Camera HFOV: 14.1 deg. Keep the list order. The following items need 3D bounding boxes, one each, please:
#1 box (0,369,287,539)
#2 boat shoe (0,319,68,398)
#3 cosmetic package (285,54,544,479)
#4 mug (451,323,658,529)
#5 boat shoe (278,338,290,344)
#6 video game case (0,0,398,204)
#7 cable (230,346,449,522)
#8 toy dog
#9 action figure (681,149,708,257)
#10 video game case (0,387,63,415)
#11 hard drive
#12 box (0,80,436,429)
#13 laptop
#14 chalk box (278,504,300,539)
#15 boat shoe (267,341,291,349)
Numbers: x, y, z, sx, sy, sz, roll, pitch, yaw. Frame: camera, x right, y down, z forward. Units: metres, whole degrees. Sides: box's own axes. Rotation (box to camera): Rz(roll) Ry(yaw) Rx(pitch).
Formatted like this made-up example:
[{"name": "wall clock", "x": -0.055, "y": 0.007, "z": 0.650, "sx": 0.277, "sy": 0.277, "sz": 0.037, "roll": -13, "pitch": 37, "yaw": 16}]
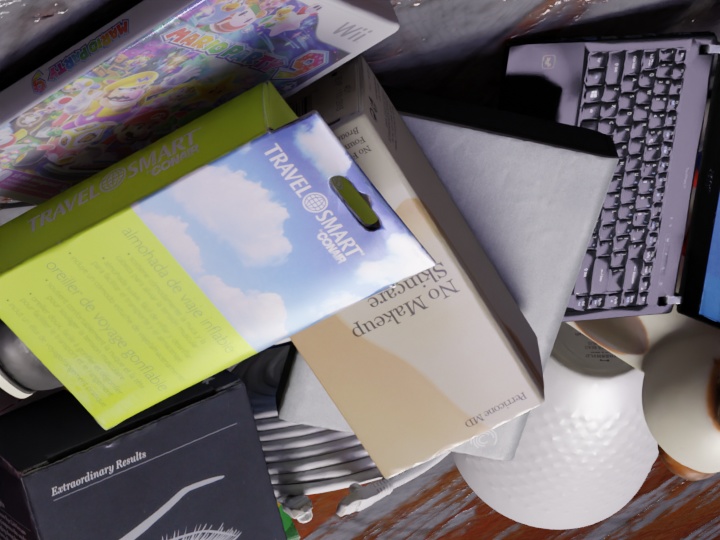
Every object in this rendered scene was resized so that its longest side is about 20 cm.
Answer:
[{"name": "box", "x": -0.126, "y": 0.166, "z": 1.700, "sx": 0.148, "sy": 0.201, "sz": 0.104, "roll": -21, "pitch": -161, "yaw": -22}, {"name": "boat shoe", "x": -0.161, "y": 0.030, "z": 1.598, "sx": 0.063, "sy": 0.074, "sz": 0.201, "roll": -19, "pitch": 170, "yaw": 14}, {"name": "cosmetic package", "x": 0.007, "y": 0.000, "z": 1.526, "sx": 0.105, "sy": 0.071, "sz": 0.200, "roll": -28, "pitch": 116, "yaw": 14}, {"name": "mug", "x": 0.116, "y": 0.066, "z": 1.940, "sx": 0.199, "sy": 0.148, "sz": 0.176, "roll": 11, "pitch": 151, "yaw": -2}, {"name": "boat shoe", "x": -0.016, "y": -0.025, "z": 1.637, "sx": 0.199, "sy": 0.072, "sz": 0.072, "roll": -27, "pitch": 149, "yaw": 7}, {"name": "video game case", "x": -0.096, "y": -0.089, "z": 1.407, "sx": 0.200, "sy": 0.018, "sz": 0.143, "roll": -30, "pitch": 159, "yaw": 23}, {"name": "cable", "x": 0.001, "y": 0.072, "z": 1.779, "sx": 0.200, "sy": 0.069, "sz": 0.200, "roll": -28, "pitch": -162, "yaw": -25}, {"name": "toy dog", "x": 0.193, "y": 0.023, "z": 1.747, "sx": 0.193, "sy": 0.200, "sz": 0.140, "roll": -20, "pitch": 162, "yaw": -38}, {"name": "action figure", "x": 0.254, "y": -0.095, "z": 1.701, "sx": 0.200, "sy": 0.065, "sz": 0.099, "roll": -34, "pitch": 158, "yaw": -31}, {"name": "video game case", "x": -0.241, "y": 0.071, "z": 1.715, "sx": 0.143, "sy": 0.018, "sz": 0.200, "roll": -31, "pitch": 160, "yaw": 27}, {"name": "hard drive", "x": 0.045, "y": 0.005, "z": 1.594, "sx": 0.139, "sy": 0.033, "sz": 0.201, "roll": 11, "pitch": 119, "yaw": -12}, {"name": "box", "x": -0.077, "y": -0.009, "z": 1.441, "sx": 0.199, "sy": 0.048, "sz": 0.122, "roll": -27, "pitch": 128, "yaw": 17}, {"name": "laptop", "x": 0.177, "y": -0.031, "z": 1.596, "sx": 0.199, "sy": 0.103, "sz": 0.178, "roll": -4, "pitch": 119, "yaw": -20}, {"name": "chalk box", "x": -0.164, "y": 0.160, "z": 1.845, "sx": 0.200, "sy": 0.124, "sz": 0.125, "roll": -14, "pitch": 164, "yaw": -41}, {"name": "boat shoe", "x": 0.000, "y": 0.000, "z": 1.722, "sx": 0.199, "sy": 0.085, "sz": 0.069, "roll": -6, "pitch": 170, "yaw": 6}]
